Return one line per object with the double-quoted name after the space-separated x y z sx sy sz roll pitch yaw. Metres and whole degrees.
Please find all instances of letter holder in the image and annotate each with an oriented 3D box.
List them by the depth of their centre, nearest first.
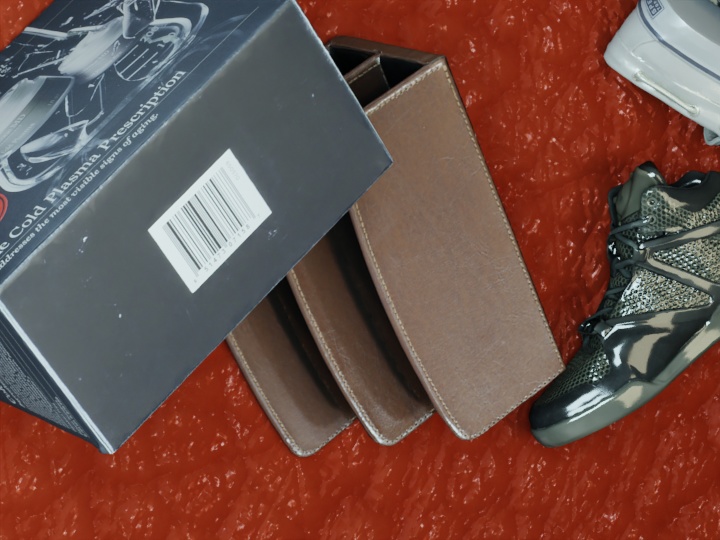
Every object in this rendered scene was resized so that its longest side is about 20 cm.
0.000 0.000 1.318 0.142 0.100 0.201 -36 119 -24 "letter holder"

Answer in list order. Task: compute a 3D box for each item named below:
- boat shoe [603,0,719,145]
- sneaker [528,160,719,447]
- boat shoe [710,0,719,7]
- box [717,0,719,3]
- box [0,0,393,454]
0.233 -0.096 1.477 0.199 0.072 0.066 28 122 -26 "boat shoe"
0.159 0.012 1.461 0.199 0.076 0.114 -41 100 -5 "sneaker"
0.296 -0.142 1.532 0.199 0.067 0.072 27 84 -34 "boat shoe"
0.233 -0.256 1.397 0.143 0.036 0.200 34 110 -17 "box"
-0.123 -0.036 1.165 0.200 0.182 0.104 -47 123 -20 "box"
